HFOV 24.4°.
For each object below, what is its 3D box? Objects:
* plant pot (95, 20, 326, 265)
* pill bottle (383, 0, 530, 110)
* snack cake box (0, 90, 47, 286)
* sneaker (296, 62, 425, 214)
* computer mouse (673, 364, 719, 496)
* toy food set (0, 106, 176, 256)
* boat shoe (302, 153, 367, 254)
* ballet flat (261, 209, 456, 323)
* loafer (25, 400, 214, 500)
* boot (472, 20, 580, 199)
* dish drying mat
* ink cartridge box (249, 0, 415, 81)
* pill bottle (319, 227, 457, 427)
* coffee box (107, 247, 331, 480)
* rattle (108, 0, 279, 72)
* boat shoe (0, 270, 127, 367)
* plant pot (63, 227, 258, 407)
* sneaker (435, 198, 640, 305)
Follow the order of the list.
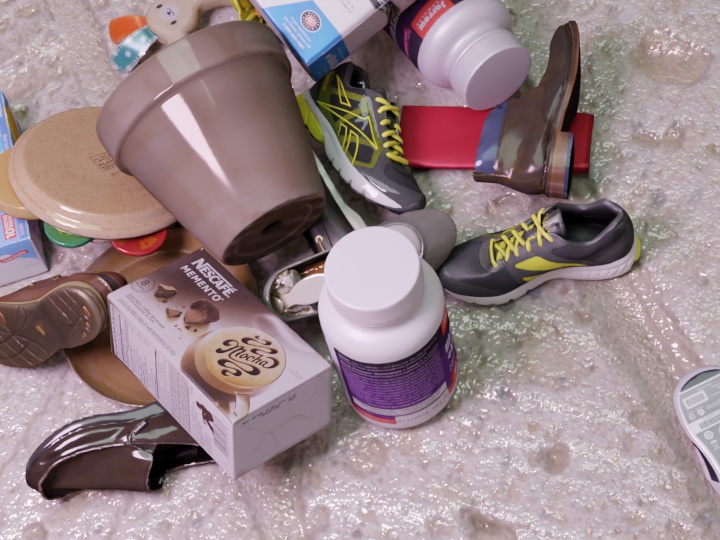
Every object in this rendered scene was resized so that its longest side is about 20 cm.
[{"bbox_3d":[-0.124,-0.108,1.576,0.199,0.200,0.174,-30,73,-8],"label":"plant pot"},{"bbox_3d":[0.087,-0.260,1.722,0.111,0.112,0.200,-32,58,-10],"label":"pill bottle"},{"bbox_3d":[-0.401,-0.078,1.725,0.114,0.067,0.201,-17,58,-2],"label":"snack cake box"},{"bbox_3d":[0.008,-0.135,1.657,0.085,0.074,0.200,-48,58,14],"label":"sneaker"},{"bbox_3d":[0.342,0.174,1.455,0.109,0.044,0.201,-24,63,0],"label":"computer mouse"},{"bbox_3d":[-0.259,-0.091,1.675,0.197,0.049,0.200,31,45,18],"label":"toy food set"},{"bbox_3d":[-0.051,-0.063,1.650,0.060,0.072,0.202,-29,61,-13],"label":"boat shoe"},{"bbox_3d":[0.000,0.000,1.561,0.199,0.064,0.068,-23,90,2],"label":"ballet flat"},{"bbox_3d":[-0.213,0.171,1.535,0.199,0.073,0.072,-21,56,-3],"label":"loafer"},{"bbox_3d":[0.168,-0.166,1.651,0.096,0.075,0.201,4,61,10],"label":"boot"},{"bbox_3d":[0.136,-0.132,1.692,0.198,0.018,0.077,3,60,12],"label":"dish drying mat"},{"bbox_3d":[-0.015,-0.310,1.647,0.200,0.084,0.146,-38,81,0],"label":"ink cartridge box"},{"bbox_3d":[0.024,0.049,1.483,0.110,0.200,0.112,-4,59,7],"label":"pill bottle"},{"bbox_3d":[-0.130,0.081,1.514,0.113,0.080,0.200,-27,51,-28],"label":"coffee box"},{"bbox_3d":[-0.188,-0.279,1.772,0.198,0.143,0.131,9,80,8],"label":"rattle"},{"bbox_3d":[-0.300,0.043,1.608,0.199,0.072,0.068,-15,18,40],"label":"boat shoe"},{"bbox_3d":[-0.194,0.049,1.635,0.198,0.028,0.201,-5,58,8],"label":"plant pot"},{"bbox_3d":[0.166,-0.028,1.583,0.198,0.085,0.075,-13,57,2],"label":"sneaker"}]
